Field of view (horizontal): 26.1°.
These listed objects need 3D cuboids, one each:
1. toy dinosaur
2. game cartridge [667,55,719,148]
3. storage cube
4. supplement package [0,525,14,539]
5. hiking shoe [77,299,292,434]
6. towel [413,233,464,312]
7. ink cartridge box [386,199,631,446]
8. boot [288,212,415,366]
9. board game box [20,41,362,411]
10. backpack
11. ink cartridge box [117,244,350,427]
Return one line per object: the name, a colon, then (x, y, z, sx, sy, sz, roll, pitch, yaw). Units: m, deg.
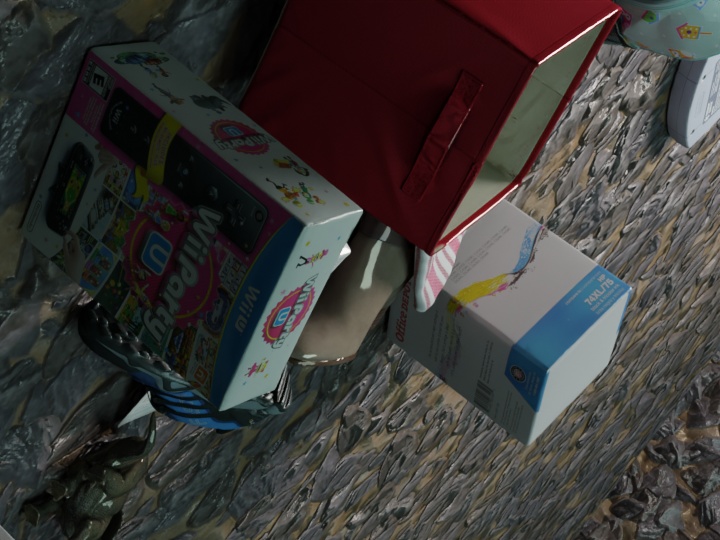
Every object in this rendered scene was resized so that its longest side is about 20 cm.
toy dinosaur: (-0.221, 0.182, 1.313, 0.102, 0.077, 0.200, -32, 148, -64)
game cartridge: (0.442, -0.245, 1.954, 0.133, 0.042, 0.200, -39, 155, -17)
storage cube: (0.049, -0.149, 1.116, 0.200, 0.180, 0.171, -39, 161, -55)
supplement package: (-0.315, 0.283, 1.091, 0.191, 0.200, 0.147, -33, 152, -38)
hiking shoe: (-0.148, 0.084, 1.216, 0.200, 0.074, 0.087, 29, 128, -36)
towel: (0.097, -0.073, 1.478, 0.146, 0.030, 0.200, 87, 25, -58)
ink cartridge box: (0.150, 0.045, 1.618, 0.146, 0.200, 0.147, -40, 155, -28)
boot: (0.000, 0.000, 1.426, 0.200, 0.070, 0.146, -29, 145, -64)
board game box: (-0.113, -0.032, 0.997, 0.064, 0.200, 0.148, -17, 139, -54)
backpack: (0.280, -0.281, 1.372, 0.176, 0.200, 0.153, -46, 136, -13)
ink cartridge box: (-0.119, 0.042, 1.328, 0.200, 0.050, 0.161, -44, 165, 36)
